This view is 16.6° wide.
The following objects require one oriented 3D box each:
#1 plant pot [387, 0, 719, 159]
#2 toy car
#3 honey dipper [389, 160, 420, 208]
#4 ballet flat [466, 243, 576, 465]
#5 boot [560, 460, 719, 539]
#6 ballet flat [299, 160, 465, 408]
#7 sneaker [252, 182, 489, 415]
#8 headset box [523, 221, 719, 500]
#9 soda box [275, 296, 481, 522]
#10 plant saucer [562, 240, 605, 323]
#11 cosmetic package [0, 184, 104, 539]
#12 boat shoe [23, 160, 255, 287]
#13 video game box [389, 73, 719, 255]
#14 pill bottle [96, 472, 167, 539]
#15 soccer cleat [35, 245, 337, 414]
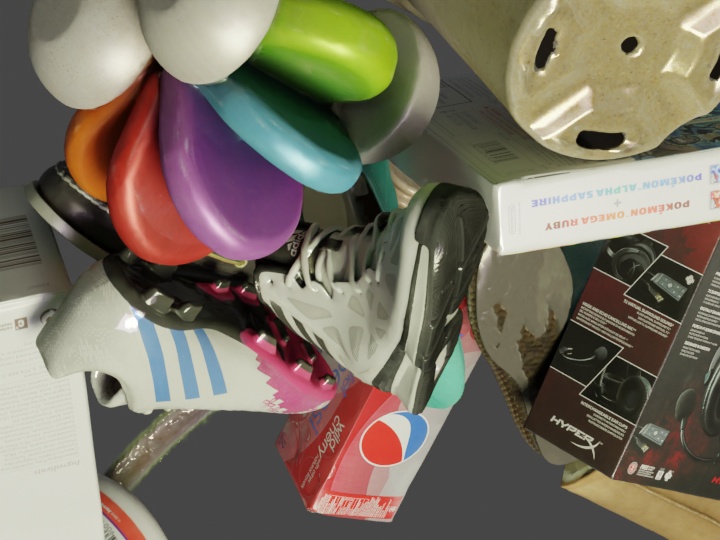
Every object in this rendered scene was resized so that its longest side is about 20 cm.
[{"bbox_3d":[0.106,-0.162,1.260,0.199,0.184,0.201,-12,133,-13],"label":"plant pot"},{"bbox_3d":[-0.070,-0.077,1.248,0.199,0.151,0.175,-8,156,41],"label":"toy car"},{"bbox_3d":[-0.022,0.011,1.462,0.038,0.038,0.200,15,128,-33],"label":"honey dipper"},{"bbox_3d":[0.098,0.038,1.445,0.067,0.046,0.200,-30,135,-6],"label":"ballet flat"},{"bbox_3d":[0.200,0.170,1.684,0.200,0.066,0.175,31,100,-40],"label":"boot"},{"bbox_3d":[0.000,0.000,1.384,0.067,0.070,0.201,-10,109,32],"label":"ballet flat"},{"bbox_3d":[-0.004,0.002,1.266,0.115,0.076,0.201,25,154,7],"label":"sneaker"},{"bbox_3d":[0.201,0.026,1.445,0.149,0.077,0.201,16,101,-50],"label":"headset box"},{"bbox_3d":[0.020,0.056,1.495,0.063,0.070,0.201,7,125,-31],"label":"soda box"},{"bbox_3d":[0.182,0.036,1.537,0.199,0.036,0.201,-9,117,-18],"label":"plant saucer"},{"bbox_3d":[-0.195,0.061,1.386,0.074,0.102,0.201,-11,131,-13],"label":"cosmetic package"},{"bbox_3d":[-0.099,-0.026,1.375,0.201,0.072,0.061,24,113,-45],"label":"boat shoe"},{"bbox_3d":[0.123,-0.069,1.340,0.181,0.200,0.047,-11,111,-14],"label":"video game box"},{"bbox_3d":[-0.207,0.212,1.450,0.200,0.112,0.113,-38,145,-37],"label":"pill bottle"},{"bbox_3d":[-0.095,0.046,1.340,0.086,0.070,0.200,-43,142,17],"label":"soccer cleat"}]
